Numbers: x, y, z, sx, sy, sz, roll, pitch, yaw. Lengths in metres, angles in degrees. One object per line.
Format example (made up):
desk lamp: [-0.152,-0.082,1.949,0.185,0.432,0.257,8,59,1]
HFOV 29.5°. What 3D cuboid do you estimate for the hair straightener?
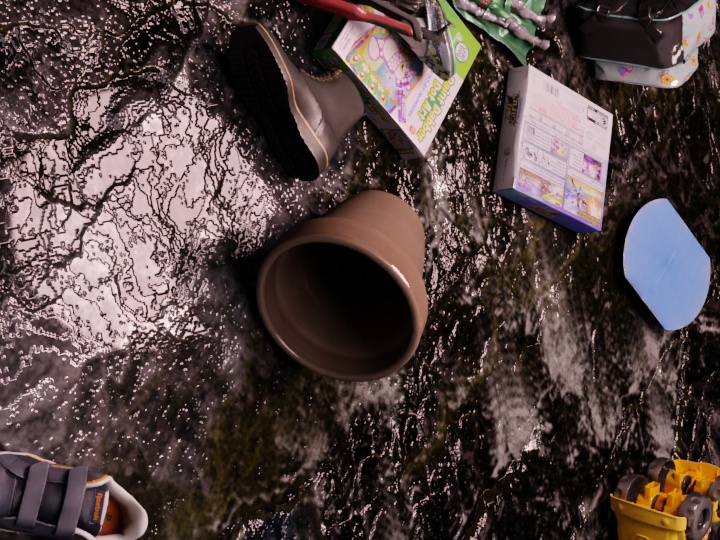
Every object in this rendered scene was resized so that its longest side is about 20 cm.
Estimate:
hair straightener: [0.022,-0.332,1.640,0.198,0.041,0.078,18,75,3]

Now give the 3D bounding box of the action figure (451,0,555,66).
action figure: [0.184,-0.366,1.869,0.199,0.054,0.119,21,74,-36]

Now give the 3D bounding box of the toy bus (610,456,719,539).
toy bus: [0.465,0.391,2.015,0.199,0.135,0.194,-17,111,-46]

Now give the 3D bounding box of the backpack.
backpack: [0.435,-0.363,2.025,0.200,0.175,0.154,-45,132,-38]

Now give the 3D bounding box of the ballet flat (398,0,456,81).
ballet flat: [0.067,-0.330,1.696,0.074,0.074,0.202,-15,94,-43]

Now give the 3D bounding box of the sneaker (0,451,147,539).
sneaker: [-0.297,0.223,1.332,0.199,0.079,0.079,20,73,-39]

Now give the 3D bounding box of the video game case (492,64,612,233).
video game case: [0.275,-0.168,1.938,0.199,0.045,0.183,21,70,-40]

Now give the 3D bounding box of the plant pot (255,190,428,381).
plant pot: [0.000,0.000,1.580,0.201,0.199,0.175,60,34,-21]

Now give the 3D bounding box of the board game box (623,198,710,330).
board game box: [0.459,-0.006,2.104,0.200,0.039,0.158,48,61,-23]

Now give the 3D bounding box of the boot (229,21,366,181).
boot: [-0.071,-0.226,1.605,0.139,0.077,0.201,-52,133,-38]

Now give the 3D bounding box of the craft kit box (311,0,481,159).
craft kit box: [0.050,-0.281,1.738,0.198,0.048,0.201,47,57,-33]
